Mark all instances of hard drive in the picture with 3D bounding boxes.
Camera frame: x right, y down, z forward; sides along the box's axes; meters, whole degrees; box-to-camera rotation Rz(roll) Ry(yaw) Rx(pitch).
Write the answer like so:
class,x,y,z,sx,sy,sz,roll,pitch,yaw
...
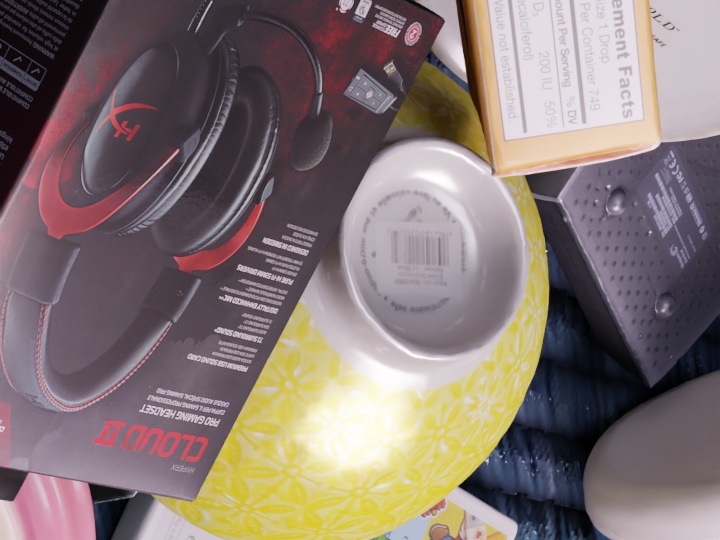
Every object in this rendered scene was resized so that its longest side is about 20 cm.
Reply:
class,x,y,z,sx,sy,sz,roll,pitch,yaw
hard drive,0.153,-0.062,1.121,0.200,0.042,0.135,-50,132,-23

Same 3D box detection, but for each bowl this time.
class,x,y,z,sx,sy,sz,roll,pitch,yaw
bowl,0.000,0.000,0.913,0.199,0.107,0.202,5,80,-31

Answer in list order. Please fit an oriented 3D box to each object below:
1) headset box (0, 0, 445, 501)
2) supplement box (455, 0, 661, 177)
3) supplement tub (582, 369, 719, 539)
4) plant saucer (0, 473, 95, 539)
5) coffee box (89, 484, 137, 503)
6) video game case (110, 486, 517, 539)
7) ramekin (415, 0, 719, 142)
class,x,y,z,sx,sy,sz,roll,pitch,yaw
headset box,-0.082,-0.021,0.769,0.148,0.075,0.201,19,102,-54
supplement box,0.059,-0.137,0.849,0.068,0.067,0.201,-7,119,0
supplement tub,0.191,0.157,1.122,0.144,0.144,0.201,-29,111,-31
plant saucer,-0.187,0.100,0.839,0.199,0.051,0.202,-2,102,-10
coffee box,-0.043,-0.008,0.977,0.199,0.044,0.124,-27,96,-32
video game case,-0.037,0.158,1.028,0.182,0.023,0.201,33,74,-34
ramekin,0.105,-0.137,0.980,0.200,0.199,0.106,36,56,-34
